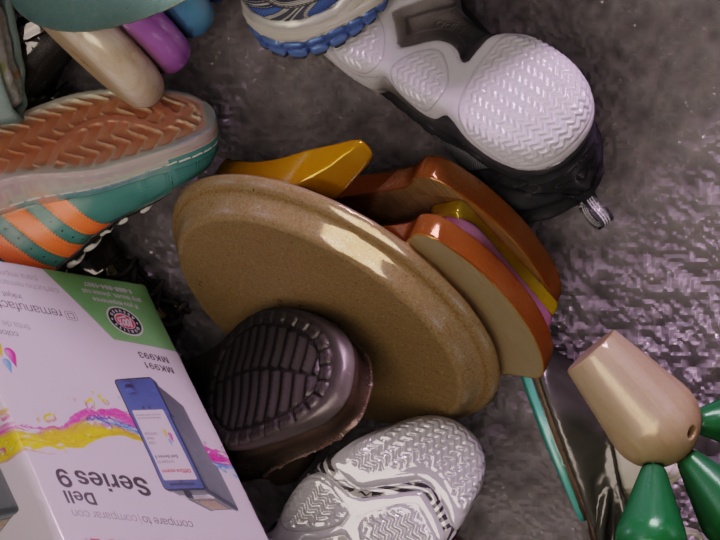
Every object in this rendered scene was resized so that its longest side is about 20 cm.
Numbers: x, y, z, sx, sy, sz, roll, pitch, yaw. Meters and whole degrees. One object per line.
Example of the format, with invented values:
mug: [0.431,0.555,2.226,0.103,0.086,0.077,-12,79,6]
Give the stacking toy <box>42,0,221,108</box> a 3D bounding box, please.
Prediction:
stacking toy: [-0.069,-0.176,1.412,0.085,0.085,0.200,43,85,1]

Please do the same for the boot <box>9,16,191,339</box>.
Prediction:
boot: [-0.154,-0.031,1.502,0.174,0.069,0.200,44,110,-6]

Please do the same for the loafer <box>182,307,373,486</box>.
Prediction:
loafer: [-0.046,0.069,1.459,0.071,0.200,0.073,21,70,-27]

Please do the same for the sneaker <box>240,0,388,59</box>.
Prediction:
sneaker: [0.019,-0.187,1.370,0.200,0.085,0.077,-41,49,-4]

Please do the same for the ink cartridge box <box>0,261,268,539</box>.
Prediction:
ink cartridge box: [-0.139,0.098,1.376,0.088,0.145,0.200,-45,55,28]

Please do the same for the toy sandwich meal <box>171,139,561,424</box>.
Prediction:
toy sandwich meal: [0.000,0.000,1.436,0.205,0.070,0.205,25,153,14]

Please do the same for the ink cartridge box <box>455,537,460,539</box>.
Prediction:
ink cartridge box: [0.031,0.263,1.508,0.147,0.083,0.200,41,109,2]

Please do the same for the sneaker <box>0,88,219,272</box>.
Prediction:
sneaker: [-0.161,-0.028,1.441,0.200,0.071,0.080,-18,129,-1]

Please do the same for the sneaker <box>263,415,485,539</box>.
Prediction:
sneaker: [-0.014,0.141,1.478,0.200,0.115,0.075,-44,90,10]

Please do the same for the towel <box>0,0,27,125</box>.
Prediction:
towel: [-0.261,-0.155,1.405,0.171,0.048,0.200,-5,113,11]

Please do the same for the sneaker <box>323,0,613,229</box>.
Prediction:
sneaker: [0.047,-0.087,1.422,0.075,0.114,0.200,-43,53,-9]

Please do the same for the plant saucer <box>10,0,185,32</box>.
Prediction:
plant saucer: [-0.094,-0.198,1.365,0.200,0.200,0.036,-23,130,18]

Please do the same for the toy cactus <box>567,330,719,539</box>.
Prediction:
toy cactus: [0.165,0.100,1.400,0.200,0.102,0.165,-41,91,-21]

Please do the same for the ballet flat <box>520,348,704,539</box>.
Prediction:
ballet flat: [0.135,0.125,1.460,0.068,0.068,0.200,-15,96,3]
